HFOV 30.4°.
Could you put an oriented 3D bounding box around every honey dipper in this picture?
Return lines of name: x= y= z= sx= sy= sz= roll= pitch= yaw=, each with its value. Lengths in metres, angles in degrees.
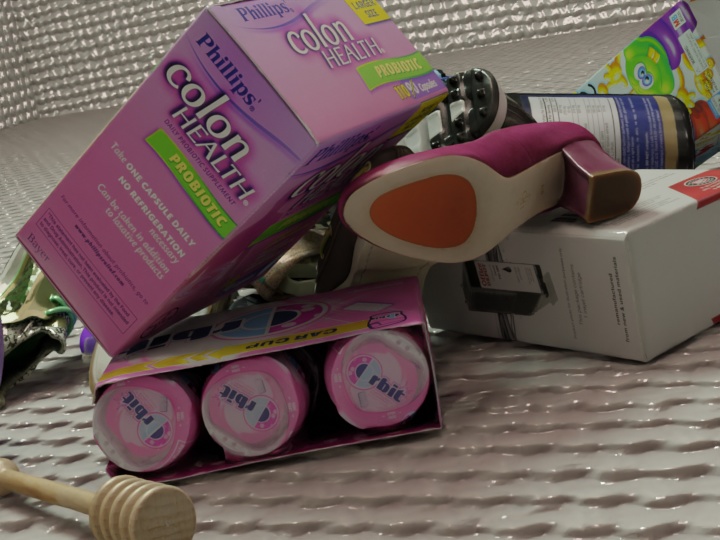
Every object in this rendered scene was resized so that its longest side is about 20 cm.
honey dipper: x=-0.154 y=0.120 z=0.711 sx=0.038 sy=0.038 sz=0.199 roll=-21 pitch=14 yaw=-36

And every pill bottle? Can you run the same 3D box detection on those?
pill bottle: x=0.153 y=-0.084 z=1.045 sx=0.199 sy=0.113 sz=0.112 roll=0 pitch=13 yaw=-2

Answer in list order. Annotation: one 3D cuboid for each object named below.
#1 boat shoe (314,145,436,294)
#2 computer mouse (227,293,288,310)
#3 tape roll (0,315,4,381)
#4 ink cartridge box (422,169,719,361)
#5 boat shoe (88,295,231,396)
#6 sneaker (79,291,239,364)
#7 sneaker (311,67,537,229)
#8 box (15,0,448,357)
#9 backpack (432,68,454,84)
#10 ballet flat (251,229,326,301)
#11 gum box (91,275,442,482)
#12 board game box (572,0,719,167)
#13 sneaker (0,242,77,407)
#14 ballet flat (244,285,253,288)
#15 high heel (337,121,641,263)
boat shoe: x=0.006 y=-0.010 z=0.865 sx=0.071 sy=0.060 sz=0.200 roll=-3 pitch=-24 yaw=-14
computer mouse: x=-0.041 y=0.035 z=0.984 sx=0.058 sy=0.034 sz=0.200 roll=21 pitch=19 yaw=23
tape roll: x=-0.320 y=0.049 z=0.786 sx=0.085 sy=0.201 sz=0.199 roll=1 pitch=18 yaw=44
ink cartridge box: x=0.152 y=-0.011 z=0.882 sx=0.146 sy=0.083 sz=0.199 roll=-22 pitch=17 yaw=-34
boat shoe: x=-0.133 y=0.045 z=0.943 sx=0.072 sy=0.065 sz=0.200 roll=4 pitch=34 yaw=11
sneaker: x=-0.170 y=0.006 z=1.048 sx=0.069 sy=0.100 sz=0.200 roll=-9 pitch=13 yaw=22
sneaker: x=0.039 y=-0.067 z=0.900 sx=0.199 sy=0.067 sz=0.090 roll=-25 pitch=-31 yaw=38
box: x=-0.073 y=-0.065 z=0.793 sx=0.200 sy=0.097 sz=0.176 roll=-43 pitch=-6 yaw=30
backpack: x=0.009 y=-0.110 z=1.225 sx=0.182 sy=0.135 sz=0.200 roll=-16 pitch=1 yaw=-26
ballet flat: x=0.000 y=0.000 z=0.986 sx=0.199 sy=0.068 sz=0.067 roll=-4 pitch=44 yaw=-32
gum box: x=-0.056 y=0.064 z=0.786 sx=0.199 sy=0.067 sz=0.114 roll=-11 pitch=12 yaw=4
board game box: x=0.273 y=-0.149 z=1.136 sx=0.104 sy=0.103 sz=0.200 roll=-19 pitch=-12 yaw=-30
sneaker: x=-0.238 y=0.034 z=1.007 sx=0.088 sy=0.077 sz=0.200 roll=24 pitch=63 yaw=34
ballet flat: x=-0.064 y=-0.010 z=1.068 sx=0.072 sy=0.072 sz=0.200 roll=-15 pitch=0 yaw=-13
high heel: x=0.062 y=-0.053 z=0.784 sx=0.199 sy=0.068 sz=0.096 roll=-3 pitch=25 yaw=-29
